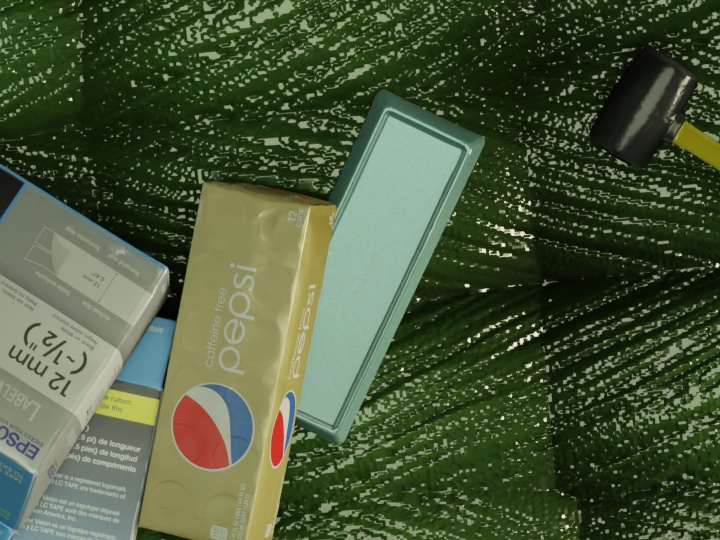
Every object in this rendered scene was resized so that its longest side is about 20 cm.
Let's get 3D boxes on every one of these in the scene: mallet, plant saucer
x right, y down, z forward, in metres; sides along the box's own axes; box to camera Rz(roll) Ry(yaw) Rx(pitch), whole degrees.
[{"bbox_3d":[0.227,-0.060,1.456,0.199,0.041,0.066,27,96,19],"label":"mallet"},{"bbox_3d":[0.000,0.000,1.503,0.070,0.019,0.201,25,98,-4],"label":"plant saucer"}]

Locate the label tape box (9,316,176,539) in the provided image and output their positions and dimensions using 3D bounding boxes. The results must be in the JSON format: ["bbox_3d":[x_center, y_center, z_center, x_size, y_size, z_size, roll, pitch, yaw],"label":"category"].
[{"bbox_3d":[-0.194,0.114,1.487,0.142,0.066,0.202,12,82,-3],"label":"label tape box"}]

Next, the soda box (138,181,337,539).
[{"bbox_3d":[-0.069,0.053,1.472,0.067,0.064,0.202,12,95,13],"label":"soda box"}]

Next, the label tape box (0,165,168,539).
[{"bbox_3d":[-0.216,0.050,1.419,0.143,0.066,0.201,32,76,3],"label":"label tape box"}]
